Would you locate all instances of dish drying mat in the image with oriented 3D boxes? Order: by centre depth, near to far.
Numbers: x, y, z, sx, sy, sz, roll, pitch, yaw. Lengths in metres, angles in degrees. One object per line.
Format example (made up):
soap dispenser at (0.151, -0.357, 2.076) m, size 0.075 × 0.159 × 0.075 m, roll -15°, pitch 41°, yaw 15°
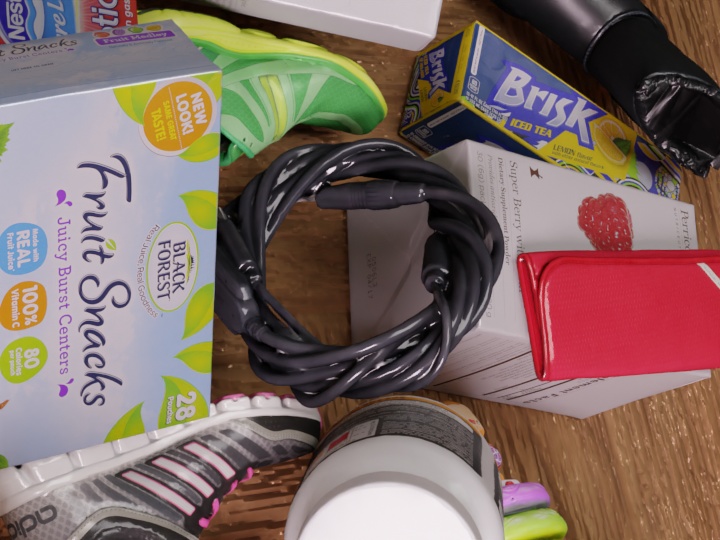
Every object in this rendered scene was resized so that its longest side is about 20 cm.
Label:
dish drying mat at (0.175, 0.024, 1.153) m, size 0.200 × 0.018 × 0.077 m, roll -1°, pitch 78°, yaw -40°

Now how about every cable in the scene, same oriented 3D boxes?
cable at (0.000, 0.000, 1.063) m, size 0.163 × 0.200 × 0.051 m, roll -27°, pitch 132°, yaw -19°

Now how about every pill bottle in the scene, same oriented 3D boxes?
pill bottle at (0.019, 0.137, 1.010) m, size 0.117 × 0.116 × 0.200 m, roll 62°, pitch 6°, yaw -3°

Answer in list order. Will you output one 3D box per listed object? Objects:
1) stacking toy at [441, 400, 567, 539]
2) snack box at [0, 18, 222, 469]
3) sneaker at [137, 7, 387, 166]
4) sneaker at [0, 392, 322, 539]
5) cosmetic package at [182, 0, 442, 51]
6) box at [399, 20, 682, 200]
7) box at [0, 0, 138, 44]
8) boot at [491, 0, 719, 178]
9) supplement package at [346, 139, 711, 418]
stacking toy at (0.088, 0.168, 1.144) m, size 0.116 × 0.110 × 0.200 m, roll 1°, pitch 61°, yaw -44°
snack box at (-0.155, -0.007, 0.911) m, size 0.168 × 0.201 × 0.068 m, roll -12°, pitch 36°, yaw -26°
sneaker at (-0.071, -0.102, 1.134) m, size 0.200 × 0.074 × 0.084 m, roll 8°, pitch 93°, yaw -41°
sneaker at (-0.101, 0.121, 1.009) m, size 0.200 × 0.074 × 0.088 m, roll -13°, pitch 82°, yaw -38°
cosmetic package at (-0.047, -0.199, 1.103) m, size 0.199 × 0.071 × 0.102 m, roll 12°, pitch 88°, yaw -6°
box at (0.124, -0.082, 1.284) m, size 0.200 × 0.064 × 0.070 m, roll 30°, pitch 56°, yaw -28°
box at (-0.180, -0.113, 1.011) m, size 0.095 × 0.100 × 0.201 m, roll 5°, pitch 70°, yaw -35°
boot at (0.172, -0.151, 1.298) m, size 0.198 × 0.073 × 0.163 m, roll 30°, pitch 21°, yaw -34°
supplement package at (0.106, 0.010, 1.193) m, size 0.200 × 0.120 × 0.122 m, roll 12°, pitch 66°, yaw -37°
